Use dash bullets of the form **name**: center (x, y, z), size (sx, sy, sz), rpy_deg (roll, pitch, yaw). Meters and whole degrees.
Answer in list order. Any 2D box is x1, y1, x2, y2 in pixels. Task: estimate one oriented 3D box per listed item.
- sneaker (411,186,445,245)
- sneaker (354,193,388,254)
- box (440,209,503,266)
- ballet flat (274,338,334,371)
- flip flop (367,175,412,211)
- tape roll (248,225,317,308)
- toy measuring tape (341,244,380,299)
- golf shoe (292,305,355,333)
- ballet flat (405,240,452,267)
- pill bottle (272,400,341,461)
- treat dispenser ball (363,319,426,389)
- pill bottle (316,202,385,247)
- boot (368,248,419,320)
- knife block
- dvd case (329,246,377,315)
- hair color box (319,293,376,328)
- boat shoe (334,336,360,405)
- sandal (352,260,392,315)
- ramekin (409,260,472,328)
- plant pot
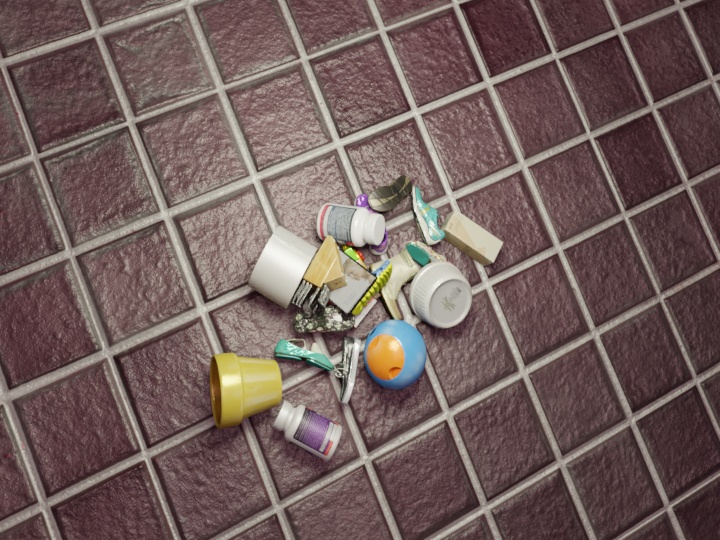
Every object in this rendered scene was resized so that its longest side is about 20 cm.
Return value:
- **sneaker**: center (0.216, -0.182, 1.743), size (0.077, 0.078, 0.207), rpy_deg (-20, 76, -1)
- **sneaker**: center (0.042, -0.156, 1.717), size (0.078, 0.088, 0.207), rpy_deg (-21, 86, -10)
- **box**: center (0.364, -0.106, 1.764), size (0.196, 0.095, 0.079), rpy_deg (33, 79, -3)
- **ballet flat**: center (-0.167, 0.252, 1.639), size (0.192, 0.068, 0.073), rpy_deg (16, 70, -6)
- **flip flop**: center (0.095, -0.249, 1.746), size (0.199, 0.057, 0.083), rpy_deg (-39, 98, -35)
- **tape roll**: center (-0.233, -0.010, 1.594), size (0.136, 0.203, 0.208), rpy_deg (28, 79, -4)
- **toy measuring tape**: center (0.000, 0.000, 1.701), size (0.073, 0.073, 0.203), rpy_deg (-34, 94, -12)
- **golf shoe**: center (-0.110, 0.154, 1.639), size (0.191, 0.088, 0.081), rpy_deg (-2, 77, 0)
- **ballet flat**: center (0.233, -0.039, 1.754), size (0.198, 0.076, 0.065), rpy_deg (39, 47, -7)
- **pill bottle**: center (-0.161, 0.475, 1.590), size (0.195, 0.111, 0.114), rpy_deg (29, 79, -5)
- **treat dispenser ball**: center (0.105, 0.255, 1.619), size (0.192, 0.201, 0.210), rpy_deg (1, 82, -9)
- **pill bottle**: center (-0.028, -0.138, 1.644), size (0.193, 0.119, 0.124), rpy_deg (11, 79, 26)
- **boot**: center (0.129, 0.049, 1.714), size (0.150, 0.072, 0.206), rpy_deg (-23, 85, -11)
- **knife block**: center (-0.132, 0.017, 1.588), size (0.169, 0.064, 0.206), rpy_deg (-19, 62, 5)
- **dvd case**: center (-0.061, 0.023, 1.613), size (0.198, 0.018, 0.144), rpy_deg (36, 79, 28)
- **hair color box**: center (-0.055, 0.072, 1.684), size (0.199, 0.064, 0.112), rpy_deg (43, 79, -1)
- **boat shoe**: center (-0.048, 0.308, 1.649), size (0.065, 0.074, 0.208), rpy_deg (13, 80, -8)
- **sandal**: center (0.020, 0.036, 1.632), size (0.087, 0.080, 0.199), rpy_deg (39, 72, 23)
- **ramekin**: center (0.260, 0.084, 1.675), size (0.192, 0.105, 0.209), rpy_deg (-6, 110, -18)
- **plant pot**: center (-0.333, 0.338, 1.546), size (0.182, 0.199, 0.210), rpy_deg (-4, 83, -26)
